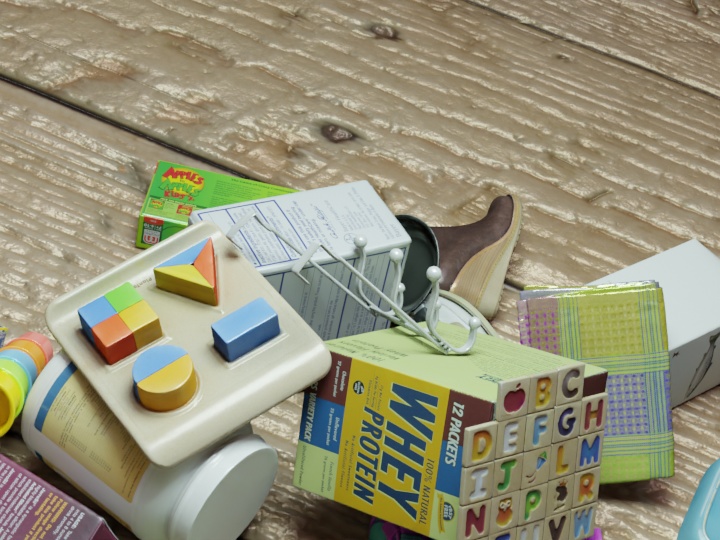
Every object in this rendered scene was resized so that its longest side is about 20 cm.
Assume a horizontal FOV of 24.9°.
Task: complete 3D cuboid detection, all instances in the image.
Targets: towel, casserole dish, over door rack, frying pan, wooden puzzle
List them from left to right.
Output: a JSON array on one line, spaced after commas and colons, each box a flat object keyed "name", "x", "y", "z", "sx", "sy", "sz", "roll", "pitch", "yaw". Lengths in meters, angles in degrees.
[{"name": "wooden puzzle", "x": -0.152, "y": 0.052, "z": 1.420, "sx": 0.185, "sy": 0.046, "sz": 0.200, "roll": -30, "pitch": 58, "yaw": -21}, {"name": "over door rack", "x": 0.000, "y": 0.000, "z": 1.464, "sx": 0.200, "sy": 0.067, "sz": 0.148, "roll": 27, "pitch": -2, "yaw": -32}, {"name": "frying pan", "x": 0.061, "y": 0.015, "z": 1.683, "sx": 0.190, "sy": 0.115, "sz": 0.031, "roll": 35, "pitch": 7, "yaw": 40}, {"name": "towel", "x": 0.233, "y": 0.109, "z": 1.599, "sx": 0.143, "sy": 0.201, "sz": 0.023, "roll": -6, "pitch": 0, "yaw": 10}, {"name": "casserole dish", "x": 0.384, "y": 0.245, "z": 1.600, "sx": 0.121, "sy": 0.039, "sz": 0.200, "roll": 24, "pitch": 42, "yaw": 13}]

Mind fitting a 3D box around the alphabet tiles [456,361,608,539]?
[{"name": "alphabet tiles", "x": 0.145, "y": 0.180, "z": 1.375, "sx": 0.166, "sy": 0.201, "sz": 0.006, "roll": -9, "pitch": 19, "yaw": -38}]

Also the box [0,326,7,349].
[{"name": "box", "x": -0.380, "y": 0.077, "z": 1.474, "sx": 0.064, "sy": 0.070, "sz": 0.200, "roll": 15, "pitch": -1, "yaw": 1}]

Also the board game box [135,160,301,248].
[{"name": "board game box", "x": -0.137, "y": -0.053, "z": 1.791, "sx": 0.199, "sy": 0.048, "sz": 0.102, "roll": 12, "pitch": 40, "yaw": -2}]

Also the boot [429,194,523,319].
[{"name": "boot", "x": 0.088, "y": -0.037, "z": 1.814, "sx": 0.166, "sy": 0.072, "sz": 0.200, "roll": 18, "pitch": 44, "yaw": 2}]

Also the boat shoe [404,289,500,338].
[{"name": "boat shoe", "x": 0.103, "y": 0.087, "z": 1.674, "sx": 0.068, "sy": 0.075, "sz": 0.200, "roll": -29, "pitch": 49, "yaw": -32}]

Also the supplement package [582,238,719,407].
[{"name": "supplement package", "x": 0.309, "y": 0.069, "z": 1.720, "sx": 0.200, "sy": 0.117, "sz": 0.117, "roll": -21, "pitch": 51, "yaw": -33}]

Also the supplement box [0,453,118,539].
[{"name": "supplement box", "x": -0.306, "y": 0.210, "z": 1.377, "sx": 0.200, "sy": 0.110, "sz": 0.086, "roll": 28, "pitch": 71, "yaw": 17}]

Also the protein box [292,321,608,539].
[{"name": "protein box", "x": 0.082, "y": 0.142, "z": 1.473, "sx": 0.198, "sy": 0.135, "sz": 0.200, "roll": 15, "pitch": 14, "yaw": 34}]

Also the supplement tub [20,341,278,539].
[{"name": "supplement tub", "x": -0.188, "y": 0.155, "z": 1.464, "sx": 0.200, "sy": 0.145, "sz": 0.145, "roll": 34, "pitch": 44, "yaw": 22}]

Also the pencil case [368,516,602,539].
[{"name": "pencil case", "x": 0.110, "y": 0.261, "z": 1.465, "sx": 0.199, "sy": 0.093, "sz": 0.085, "roll": 4, "pitch": 41, "yaw": -13}]

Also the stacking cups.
[{"name": "stacking cups", "x": -0.322, "y": 0.095, "z": 1.503, "sx": 0.060, "sy": 0.061, "sz": 0.200, "roll": 13, "pitch": 15, "yaw": 0}]

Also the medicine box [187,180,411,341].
[{"name": "medicine box", "x": -0.071, "y": 0.024, "z": 1.617, "sx": 0.199, "sy": 0.183, "sz": 0.103, "roll": -11, "pitch": 45, "yaw": -26}]
